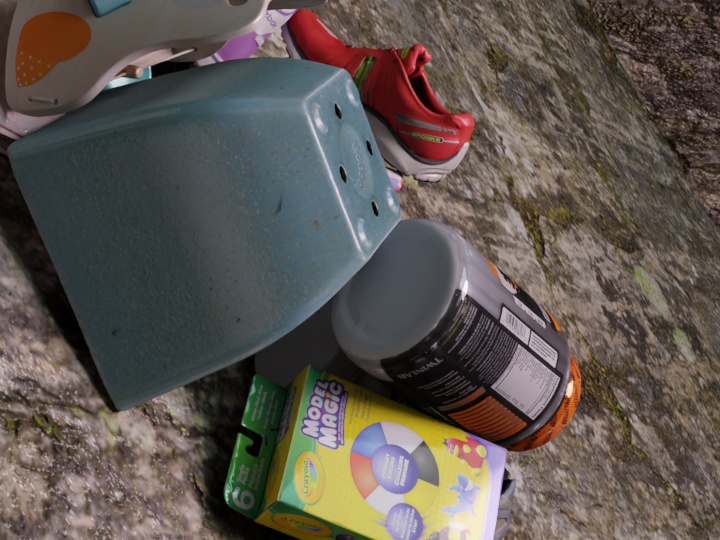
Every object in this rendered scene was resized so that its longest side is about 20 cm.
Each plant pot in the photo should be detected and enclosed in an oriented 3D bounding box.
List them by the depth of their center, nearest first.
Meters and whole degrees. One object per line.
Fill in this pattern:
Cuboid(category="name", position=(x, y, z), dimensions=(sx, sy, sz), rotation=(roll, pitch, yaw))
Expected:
Cuboid(category="plant pot", position=(-0.087, -0.047, 1.201), dimensions=(0.196, 0.199, 0.197), rotation=(-52, 123, -67))

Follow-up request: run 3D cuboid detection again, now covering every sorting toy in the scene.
Cuboid(category="sorting toy", position=(-0.123, -0.181, 1.199), dimensions=(0.200, 0.179, 0.107), rotation=(-36, 124, -59))

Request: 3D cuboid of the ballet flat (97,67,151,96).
Cuboid(category="ballet flat", position=(-0.208, -0.198, 1.309), dimensions=(0.067, 0.067, 0.201), rotation=(-32, 122, -40))

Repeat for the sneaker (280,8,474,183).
Cuboid(category="sneaker", position=(0.019, -0.161, 1.437), dimensions=(0.200, 0.085, 0.077), rotation=(43, 20, 17))

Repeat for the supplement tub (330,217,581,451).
Cuboid(category="supplement tub", position=(0.078, 0.056, 1.302), dimensions=(0.200, 0.122, 0.123), rotation=(39, 32, -44))

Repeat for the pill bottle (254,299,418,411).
Cuboid(category="pill bottle", position=(0.009, 0.111, 1.394), dimensions=(0.200, 0.114, 0.114), rotation=(46, 27, -35))

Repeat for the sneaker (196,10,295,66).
Cuboid(category="sneaker", position=(-0.104, -0.237, 1.492), dimensions=(0.073, 0.114, 0.201), rotation=(47, 7, -30))

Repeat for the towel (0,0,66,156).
Cuboid(category="towel", position=(-0.277, -0.181, 1.196), dimensions=(0.191, 0.032, 0.201), rotation=(31, 38, -54))

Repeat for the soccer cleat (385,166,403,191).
Cuboid(category="soccer cleat", position=(-0.003, -0.021, 1.471), dimensions=(0.200, 0.076, 0.067), rotation=(90, 10, -51))

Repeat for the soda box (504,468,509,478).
Cuboid(category="soda box", position=(0.054, 0.136, 1.534), dimensions=(0.200, 0.063, 0.071), rotation=(55, 23, -17))

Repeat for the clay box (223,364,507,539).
Cuboid(category="clay box", position=(0.006, 0.151, 1.257), dimensions=(0.199, 0.048, 0.115), rotation=(24, 55, -18))

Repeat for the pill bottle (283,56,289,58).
Cuboid(category="pill bottle", position=(-0.081, -0.115, 1.454), dimensions=(0.112, 0.112, 0.200), rotation=(61, 22, -4))

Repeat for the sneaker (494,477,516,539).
Cuboid(category="sneaker", position=(0.038, 0.174, 1.338), dimensions=(0.199, 0.081, 0.074), rotation=(21, -2, -33))
